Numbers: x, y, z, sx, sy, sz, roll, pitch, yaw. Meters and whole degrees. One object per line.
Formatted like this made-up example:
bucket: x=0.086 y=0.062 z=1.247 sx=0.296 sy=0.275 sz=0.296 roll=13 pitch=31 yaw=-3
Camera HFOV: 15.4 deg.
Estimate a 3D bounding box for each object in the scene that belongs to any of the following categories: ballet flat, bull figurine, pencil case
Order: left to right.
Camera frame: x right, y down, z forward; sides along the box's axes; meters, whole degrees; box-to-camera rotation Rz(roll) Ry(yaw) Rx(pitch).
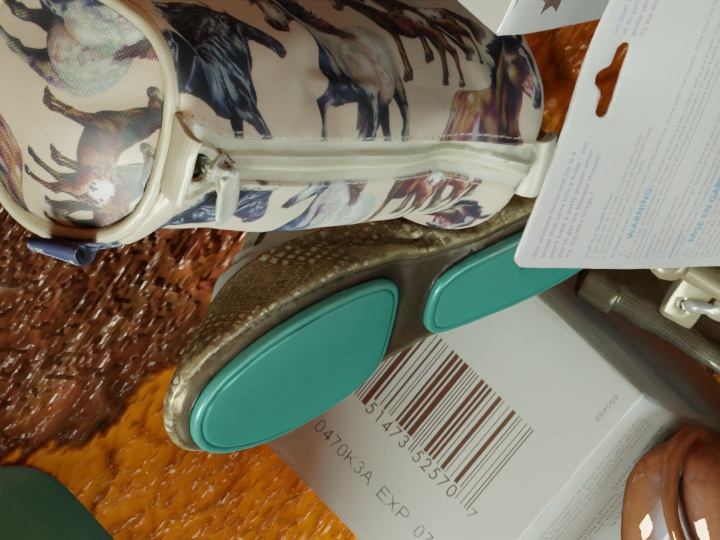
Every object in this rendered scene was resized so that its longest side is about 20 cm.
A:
pencil case: x=-0.023 y=-0.046 z=0.792 sx=0.199 sy=0.089 sz=0.078 roll=-5 pitch=132 yaw=-53
ballet flat: x=0.000 y=0.000 z=0.909 sx=0.199 sy=0.065 sz=0.071 roll=-23 pitch=146 yaw=-36
bull figurine: x=0.155 y=0.113 z=1.007 sx=0.199 sy=0.065 sz=0.122 roll=15 pitch=81 yaw=-51

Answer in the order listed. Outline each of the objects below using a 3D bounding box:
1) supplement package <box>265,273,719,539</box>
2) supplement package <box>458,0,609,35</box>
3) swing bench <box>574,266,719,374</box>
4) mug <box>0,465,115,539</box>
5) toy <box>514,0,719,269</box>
supplement package: x=0.073 y=0.071 z=1.051 sx=0.117 sy=0.117 sz=0.200 roll=-51 pitch=151 yaw=9
supplement package: x=0.090 y=-0.185 z=0.738 sx=0.155 sy=0.111 sz=0.201 roll=-15 pitch=140 yaw=-44
swing bench: x=0.193 y=0.006 z=0.950 sx=0.130 sy=0.198 sz=0.200 roll=-60 pitch=-179 yaw=-10
mug: x=-0.136 y=0.165 z=0.888 sx=0.184 sy=0.114 sz=0.153 roll=-28 pitch=148 yaw=-32
toy: x=0.130 y=-0.059 z=0.779 sx=0.199 sy=0.047 sz=0.116 roll=2 pitch=119 yaw=-35
